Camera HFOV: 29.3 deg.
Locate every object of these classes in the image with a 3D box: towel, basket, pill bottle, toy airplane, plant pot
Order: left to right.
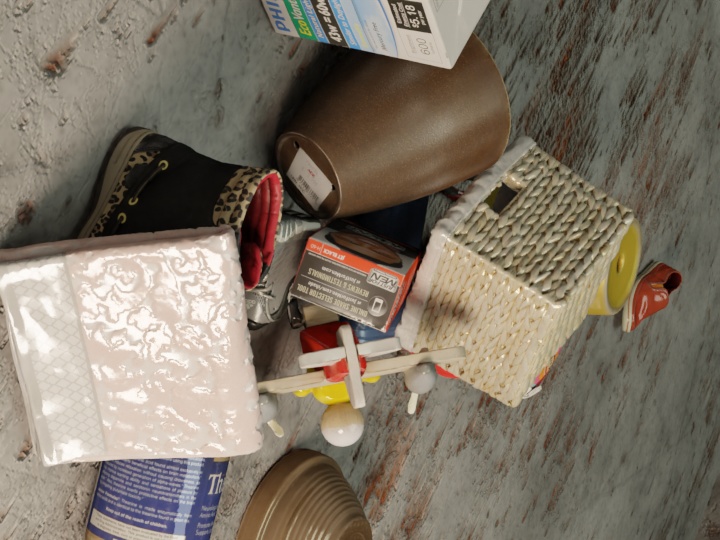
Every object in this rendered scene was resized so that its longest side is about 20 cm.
[{"bbox_3d":[-0.179,0.065,1.082,0.032,0.188,0.202,-95,180,-60],"label":"towel"},{"bbox_3d":[-0.169,0.160,1.202,0.111,0.110,0.203,13,91,-61],"label":"pill bottle"},{"bbox_3d":[-0.049,0.306,1.505,0.200,0.092,0.204,-36,133,-51],"label":"plant pot"},{"bbox_3d":[-0.019,0.108,1.360,0.198,0.198,0.143,-23,110,-55],"label":"toy airplane"},{"bbox_3d":[0.016,-0.136,1.364,0.199,0.186,0.189,-35,133,-33],"label":"plant pot"},{"bbox_3d":[0.023,-0.011,1.539,0.111,0.048,0.203,0,103,-61],"label":"towel"},{"bbox_3d":[0.165,0.006,1.486,0.198,0.160,0.201,-45,162,-38],"label":"basket"},{"bbox_3d":[0.263,-0.026,1.820,0.200,0.187,0.204,-35,132,-51],"label":"plant pot"}]

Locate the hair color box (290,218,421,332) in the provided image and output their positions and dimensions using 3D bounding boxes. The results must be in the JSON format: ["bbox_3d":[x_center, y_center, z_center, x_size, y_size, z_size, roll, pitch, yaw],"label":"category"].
[{"bbox_3d":[0.000,0.000,1.371,0.200,0.100,0.062,-52,164,-79],"label":"hair color box"}]

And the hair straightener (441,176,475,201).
[{"bbox_3d":[0.108,-0.129,1.661,0.199,0.041,0.078,19,86,-57],"label":"hair straightener"}]

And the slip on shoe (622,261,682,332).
[{"bbox_3d":[0.513,0.046,2.436,0.200,0.061,0.075,-39,137,-46],"label":"slip on shoe"}]

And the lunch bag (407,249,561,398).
[{"bbox_3d":[0.140,0.059,1.620,0.177,0.198,0.082,-54,159,-34],"label":"lunch bag"}]

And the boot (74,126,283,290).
[{"bbox_3d":[-0.153,-0.009,1.113,0.073,0.149,0.203,38,68,-61],"label":"boot"}]

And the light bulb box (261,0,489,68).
[{"bbox_3d":[-0.001,-0.303,1.208,0.126,0.198,0.199,-59,147,-24],"label":"light bulb box"}]

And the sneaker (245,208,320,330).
[{"bbox_3d":[-0.104,0.002,1.293,0.199,0.074,0.117,-2,107,-62],"label":"sneaker"}]
